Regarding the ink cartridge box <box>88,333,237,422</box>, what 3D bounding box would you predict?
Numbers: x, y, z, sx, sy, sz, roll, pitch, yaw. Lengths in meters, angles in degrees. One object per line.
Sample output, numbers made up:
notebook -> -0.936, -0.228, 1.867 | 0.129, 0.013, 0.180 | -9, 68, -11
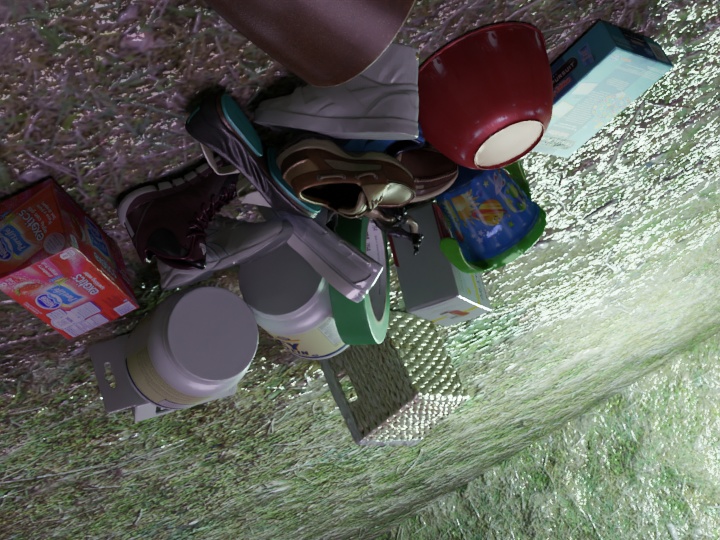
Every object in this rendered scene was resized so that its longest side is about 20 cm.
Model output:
ink cartridge box -> -0.294, 0.148, 1.572 | 0.198, 0.117, 0.068 | -13, 155, -20

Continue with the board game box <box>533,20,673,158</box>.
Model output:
board game box -> 0.298, -0.237, 1.417 | 0.150, 0.047, 0.200 | 2, 145, -46

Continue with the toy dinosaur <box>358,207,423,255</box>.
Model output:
toy dinosaur -> 0.037, -0.065, 1.338 | 0.199, 0.088, 0.048 | 22, 100, -46

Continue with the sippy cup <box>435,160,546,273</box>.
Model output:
sippy cup -> 0.171, -0.090, 1.475 | 0.139, 0.178, 0.131 | -30, 115, 16

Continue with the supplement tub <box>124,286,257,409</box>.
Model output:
supplement tub -> -0.230, 0.105, 1.432 | 0.144, 0.146, 0.200 | -10, 171, -29

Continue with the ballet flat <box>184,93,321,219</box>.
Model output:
ballet flat -> -0.125, -0.121, 1.194 | 0.068, 0.068, 0.200 | -26, 130, 21

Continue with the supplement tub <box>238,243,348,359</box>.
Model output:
supplement tub -> -0.083, 0.035, 1.501 | 0.144, 0.146, 0.200 | -26, 156, 5

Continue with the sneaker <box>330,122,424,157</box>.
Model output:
sneaker -> -0.015, -0.132, 1.270 | 0.199, 0.079, 0.066 | -30, 163, -7

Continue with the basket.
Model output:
basket -> 0.062, 0.193, 1.902 | 0.161, 0.199, 0.199 | -38, 152, 25

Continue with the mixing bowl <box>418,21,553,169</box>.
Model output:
mixing bowl -> 0.161, -0.196, 1.299 | 0.199, 0.109, 0.201 | -20, 155, -10

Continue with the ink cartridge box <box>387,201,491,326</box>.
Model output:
ink cartridge box -> 0.118, -0.005, 1.572 | 0.083, 0.146, 0.200 | -19, 166, 17

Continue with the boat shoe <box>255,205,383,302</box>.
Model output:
boat shoe -> -0.054, -0.049, 1.315 | 0.069, 0.200, 0.072 | -48, 159, 6

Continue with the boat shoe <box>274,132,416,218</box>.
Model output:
boat shoe -> -0.013, -0.094, 1.206 | 0.199, 0.074, 0.076 | 10, 144, -43

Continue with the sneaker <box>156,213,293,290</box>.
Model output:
sneaker -> -0.175, -0.037, 1.296 | 0.199, 0.081, 0.070 | -18, 178, 24

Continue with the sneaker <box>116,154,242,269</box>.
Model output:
sneaker -> -0.179, -0.061, 1.246 | 0.199, 0.116, 0.076 | -23, 157, -2

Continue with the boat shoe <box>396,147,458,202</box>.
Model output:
boat shoe -> 0.044, -0.131, 1.365 | 0.201, 0.075, 0.075 | -12, 152, -24

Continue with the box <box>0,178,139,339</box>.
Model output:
box -> -0.347, -0.008, 1.223 | 0.099, 0.096, 0.200 | -25, 156, 1

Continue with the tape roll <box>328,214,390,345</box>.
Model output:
tape roll -> 0.000, 0.000, 1.435 | 0.048, 0.202, 0.201 | -3, 159, 11

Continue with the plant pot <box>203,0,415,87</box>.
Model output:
plant pot -> -0.078, -0.274, 0.860 | 0.199, 0.188, 0.187 | 19, 134, -38

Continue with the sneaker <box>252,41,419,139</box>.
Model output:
sneaker -> -0.024, -0.205, 1.153 | 0.198, 0.117, 0.074 | 5, -178, 25
